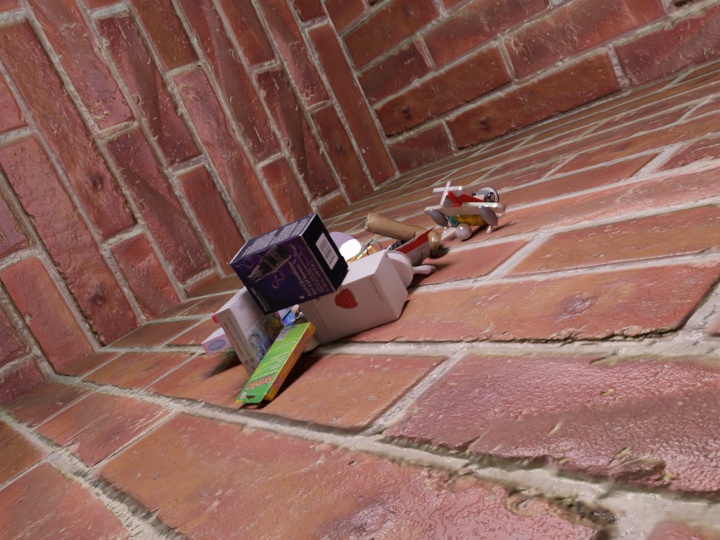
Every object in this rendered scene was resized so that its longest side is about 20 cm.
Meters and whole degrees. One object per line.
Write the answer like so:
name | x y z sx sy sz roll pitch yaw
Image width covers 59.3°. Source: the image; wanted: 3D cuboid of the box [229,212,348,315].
box | -0.151 -0.011 1.354 0.199 0.149 0.105 -20 24 28

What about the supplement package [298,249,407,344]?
supplement package | -0.016 0.059 1.393 0.199 0.122 0.120 -21 19 24

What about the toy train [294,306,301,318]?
toy train | -0.146 0.104 1.689 0.045 0.034 0.200 -20 6 5

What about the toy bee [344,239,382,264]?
toy bee | -0.043 -0.005 1.484 0.201 0.131 0.109 -53 9 4

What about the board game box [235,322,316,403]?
board game box | -0.171 0.191 1.282 0.095 0.030 0.200 -14 33 47

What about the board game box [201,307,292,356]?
board game box | -0.284 0.135 1.636 0.199 0.044 0.199 -24 8 15

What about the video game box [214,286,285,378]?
video game box | -0.228 0.132 1.403 0.047 0.183 0.200 -26 10 17

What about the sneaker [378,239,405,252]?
sneaker | 0.086 -0.029 1.758 0.089 0.079 0.200 -33 2 22

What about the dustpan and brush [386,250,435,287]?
dustpan and brush | 0.098 0.008 1.498 0.198 0.140 0.057 2 38 -22

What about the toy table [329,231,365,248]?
toy table | -0.067 -0.025 1.815 0.117 0.200 0.185 -26 42 38

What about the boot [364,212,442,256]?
boot | 0.112 -0.100 1.718 0.198 0.067 0.175 16 6 -5

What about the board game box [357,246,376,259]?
board game box | 0.000 0.000 1.657 0.095 0.030 0.200 -43 -7 -8

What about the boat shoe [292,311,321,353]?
boat shoe | -0.123 0.137 1.450 0.060 0.072 0.202 -44 10 27

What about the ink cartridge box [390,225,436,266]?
ink cartridge box | 0.109 -0.026 1.567 0.162 0.050 0.200 -30 -6 -20

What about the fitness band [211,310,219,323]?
fitness band | -0.303 0.090 1.697 0.199 0.038 0.144 -25 8 -5

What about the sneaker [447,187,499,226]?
sneaker | 0.316 -0.190 1.900 0.120 0.084 0.200 -26 2 -27

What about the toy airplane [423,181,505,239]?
toy airplane | 0.277 -0.156 1.699 0.197 0.142 0.200 6 -3 0

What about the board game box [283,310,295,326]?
board game box | -0.234 0.161 1.640 0.151 0.045 0.200 -28 10 -8

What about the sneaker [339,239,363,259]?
sneaker | -0.073 0.001 1.669 0.199 0.076 0.089 -29 -27 0
